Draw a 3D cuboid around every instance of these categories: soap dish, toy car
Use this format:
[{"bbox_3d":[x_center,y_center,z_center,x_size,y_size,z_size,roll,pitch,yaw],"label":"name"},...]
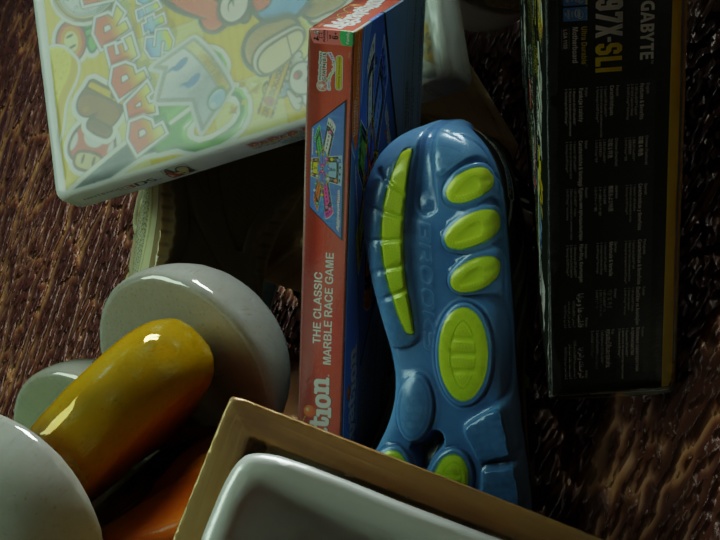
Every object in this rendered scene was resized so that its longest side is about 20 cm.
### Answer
[{"bbox_3d":[-0.006,0.157,0.992,0.081,0.157,0.200,-87,19,-80],"label":"soap dish"},{"bbox_3d":[-0.095,0.107,1.107,0.175,0.150,0.200,-40,-2,-43],"label":"toy car"}]

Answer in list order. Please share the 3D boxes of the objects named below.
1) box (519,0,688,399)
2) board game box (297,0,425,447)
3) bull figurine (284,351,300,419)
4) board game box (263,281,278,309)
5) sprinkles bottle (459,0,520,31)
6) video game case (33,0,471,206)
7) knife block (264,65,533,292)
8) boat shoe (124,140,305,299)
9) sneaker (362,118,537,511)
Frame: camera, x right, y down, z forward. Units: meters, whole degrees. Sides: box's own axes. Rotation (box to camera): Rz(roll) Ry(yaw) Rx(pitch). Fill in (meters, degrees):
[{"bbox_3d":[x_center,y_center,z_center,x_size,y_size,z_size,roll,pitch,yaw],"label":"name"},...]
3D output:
[{"bbox_3d":[0.079,-0.081,0.981,0.200,0.049,0.160,86,180,-46],"label":"box"},{"bbox_3d":[0.000,0.000,1.077,0.103,0.019,0.200,-46,-40,-69],"label":"board game box"},{"bbox_3d":[-0.028,0.123,1.191,0.121,0.065,0.200,-54,26,29],"label":"bull figurine"},{"bbox_3d":[-0.061,-0.016,1.406,0.135,0.028,0.200,-106,29,-60],"label":"board game box"},{"bbox_3d":[0.084,-0.150,1.126,0.200,0.068,0.068,-26,49,64],"label":"sprinkles bottle"},{"bbox_3d":[-0.054,-0.143,1.177,0.182,0.023,0.200,-16,73,24],"label":"video game case"},{"bbox_3d":[0.024,-0.055,1.214,0.176,0.064,0.200,-34,42,59],"label":"knife block"},{"bbox_3d":[-0.062,-0.032,1.229,0.065,0.072,0.200,-156,79,-69],"label":"boat shoe"},{"bbox_3d":[0.039,0.043,1.065,0.083,0.071,0.200,-25,-63,-66],"label":"sneaker"}]
